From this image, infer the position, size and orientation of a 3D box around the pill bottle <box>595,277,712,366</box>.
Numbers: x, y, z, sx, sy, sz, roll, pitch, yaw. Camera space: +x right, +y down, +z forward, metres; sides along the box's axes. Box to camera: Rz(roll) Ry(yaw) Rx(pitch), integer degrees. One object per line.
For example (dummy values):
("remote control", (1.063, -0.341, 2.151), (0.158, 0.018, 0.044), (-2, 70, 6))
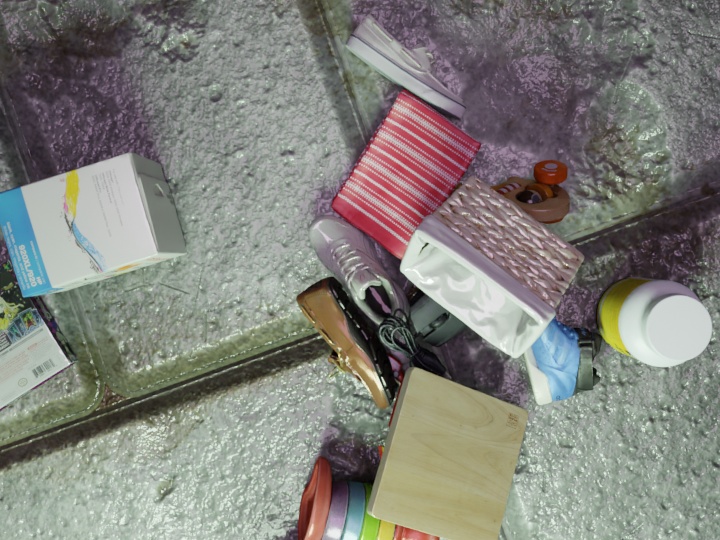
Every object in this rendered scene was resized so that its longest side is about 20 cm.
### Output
("pill bottle", (0.390, 0.067, 1.073), (0.111, 0.200, 0.113), (0, 91, 3))

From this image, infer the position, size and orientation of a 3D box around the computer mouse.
("computer mouse", (0.126, 0.052, 1.125), (0.138, 0.053, 0.201), (45, 72, -27))

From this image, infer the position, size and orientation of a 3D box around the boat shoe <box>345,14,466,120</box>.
("boat shoe", (0.075, -0.291, 1.145), (0.199, 0.072, 0.066), (36, 97, 9))

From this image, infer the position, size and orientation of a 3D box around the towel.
("towel", (0.060, -0.133, 1.135), (0.144, 0.022, 0.201), (38, 107, 14))

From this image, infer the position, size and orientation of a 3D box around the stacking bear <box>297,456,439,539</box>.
("stacking bear", (0.019, 0.358, 1.144), (0.198, 0.114, 0.122), (14, 130, -9))

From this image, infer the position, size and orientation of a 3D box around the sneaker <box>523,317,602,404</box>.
("sneaker", (0.279, 0.083, 1.138), (0.110, 0.077, 0.202), (-15, 95, 9))

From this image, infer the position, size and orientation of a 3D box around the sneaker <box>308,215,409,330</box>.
("sneaker", (0.000, 0.000, 1.138), (0.078, 0.099, 0.200), (-42, 90, 3))

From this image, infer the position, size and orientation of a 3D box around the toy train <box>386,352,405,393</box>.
("toy train", (0.040, 0.146, 1.173), (0.199, 0.034, 0.046), (39, 91, 1))

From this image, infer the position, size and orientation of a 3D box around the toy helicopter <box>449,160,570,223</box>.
("toy helicopter", (0.191, -0.097, 1.123), (0.198, 0.133, 0.080), (8, 125, 19))

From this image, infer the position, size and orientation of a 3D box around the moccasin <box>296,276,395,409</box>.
("moccasin", (-0.019, 0.109, 1.117), (0.077, 0.074, 0.202), (-30, 106, 19))

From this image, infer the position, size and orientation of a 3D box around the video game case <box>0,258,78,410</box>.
("video game case", (-0.552, 0.111, 1.197), (0.199, 0.036, 0.182), (-32, 90, 3))

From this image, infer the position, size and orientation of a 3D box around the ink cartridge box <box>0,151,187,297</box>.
("ink cartridge box", (-0.371, -0.063, 1.129), (0.198, 0.147, 0.146), (-17, 91, 3))

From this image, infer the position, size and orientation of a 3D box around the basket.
("basket", (0.170, -0.008, 1.038), (0.199, 0.136, 0.124), (36, 66, 9))

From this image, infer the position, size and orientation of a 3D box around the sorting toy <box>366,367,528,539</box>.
("sorting toy", (0.113, 0.260, 1.115), (0.198, 0.069, 0.201), (23, 76, -21))
